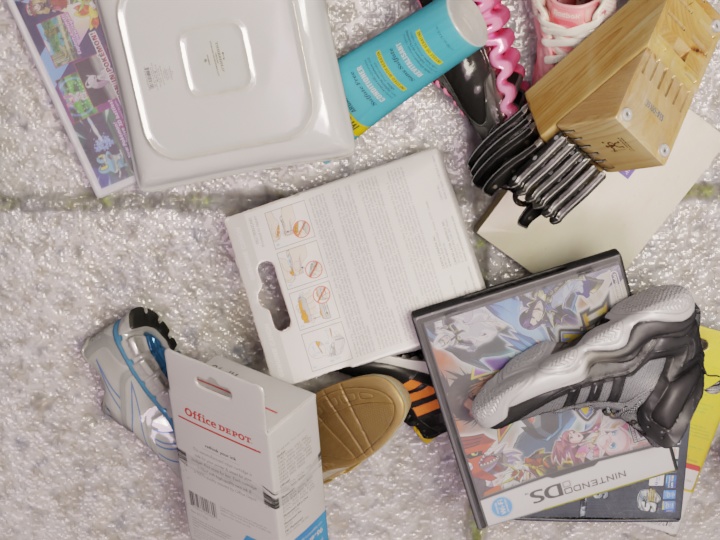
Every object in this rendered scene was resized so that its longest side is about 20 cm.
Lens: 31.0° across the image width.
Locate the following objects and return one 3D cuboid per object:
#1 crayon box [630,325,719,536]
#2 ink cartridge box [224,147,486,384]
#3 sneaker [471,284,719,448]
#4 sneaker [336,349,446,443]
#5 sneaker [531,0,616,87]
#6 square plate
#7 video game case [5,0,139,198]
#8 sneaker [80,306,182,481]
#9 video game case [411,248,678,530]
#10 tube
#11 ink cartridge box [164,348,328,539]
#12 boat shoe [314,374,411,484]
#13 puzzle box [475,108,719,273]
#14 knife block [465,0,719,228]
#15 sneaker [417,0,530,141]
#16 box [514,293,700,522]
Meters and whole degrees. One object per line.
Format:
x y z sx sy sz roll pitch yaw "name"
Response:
0.263 0.132 1.196 0.126 0.051 0.202 16 106 -4 "crayon box"
0.000 0.000 1.130 0.198 0.050 0.162 -19 82 6 "ink cartridge box"
0.195 0.102 1.042 0.199 0.076 0.114 -29 100 4 "sneaker"
0.048 0.112 1.180 0.198 0.070 0.091 11 102 -5 "sneaker"
0.172 -0.175 1.066 0.075 0.105 0.202 7 98 19 "sneaker"
-0.118 -0.176 1.083 0.196 0.028 0.202 -9 103 10 "square plate"
-0.186 -0.187 1.120 0.181 0.023 0.201 -21 105 6 "video game case"
-0.189 0.132 1.195 0.086 0.075 0.201 -20 105 24 "sneaker"
0.156 0.103 1.095 0.179 0.026 0.202 -17 104 4 "video game case"
0.016 -0.164 1.089 0.199 0.050 0.078 -29 100 37 "tube"
-0.095 0.152 1.106 0.115 0.068 0.202 18 125 33 "ink cartridge box"
-0.023 0.146 1.166 0.200 0.069 0.074 -36 82 34 "boat shoe"
0.212 -0.077 1.151 0.133 0.025 0.201 35 103 -9 "puzzle box"
0.175 -0.132 1.027 0.064 0.175 0.201 37 70 -30 "knife block"
0.087 -0.176 1.107 0.095 0.079 0.202 -11 103 20 "sneaker"
0.208 0.120 1.140 0.156 0.051 0.202 2 105 -1 "box"
